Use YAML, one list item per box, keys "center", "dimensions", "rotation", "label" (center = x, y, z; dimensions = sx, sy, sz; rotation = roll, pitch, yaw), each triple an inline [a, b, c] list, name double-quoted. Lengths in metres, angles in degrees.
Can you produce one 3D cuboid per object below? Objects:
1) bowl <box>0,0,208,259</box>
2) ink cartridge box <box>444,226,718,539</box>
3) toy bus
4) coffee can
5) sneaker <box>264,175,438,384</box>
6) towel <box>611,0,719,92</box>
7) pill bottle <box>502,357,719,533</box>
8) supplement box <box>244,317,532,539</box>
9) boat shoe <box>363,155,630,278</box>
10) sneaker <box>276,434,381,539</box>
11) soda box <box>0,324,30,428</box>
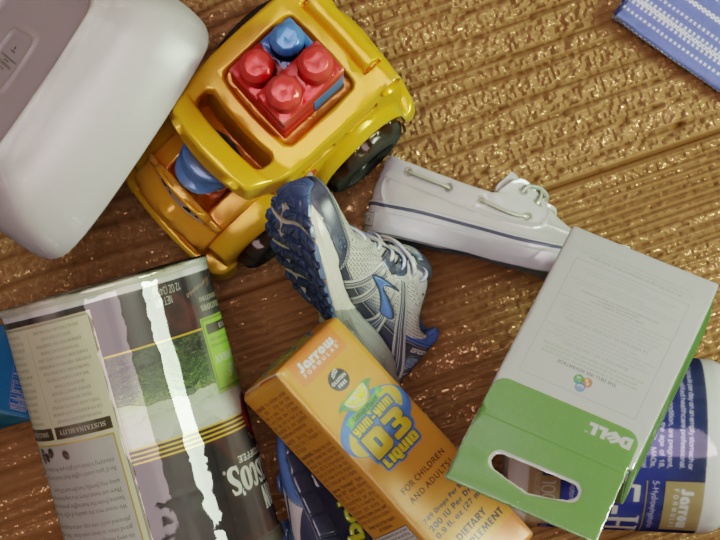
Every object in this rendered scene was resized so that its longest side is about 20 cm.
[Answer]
- center: [-0.213, -0.126, 1.230]
  dimensions: [0.075, 0.200, 0.200]
  rotation: [36, 89, -37]
  label: "bowl"
- center: [0.141, 0.080, 1.152]
  dimensions: [0.104, 0.059, 0.200]
  rotation: [23, 63, 14]
  label: "ink cartridge box"
- center: [-0.067, -0.100, 1.222]
  dimensions: [0.200, 0.192, 0.136]
  rotation: [-42, 87, -2]
  label: "toy bus"
- center: [-0.148, 0.104, 1.223]
  dimensions: [0.146, 0.146, 0.200]
  rotation: [-15, 93, 1]
  label: "coffee can"
- center: [0.000, 0.000, 1.236]
  dimensions: [0.085, 0.200, 0.077]
  rotation: [-37, 46, -14]
  label: "sneaker"
- center: [0.291, -0.224, 1.302]
  dimensions: [0.145, 0.024, 0.200]
  rotation: [34, 90, 2]
  label: "towel"
- center: [0.198, 0.118, 1.232]
  dimensions: [0.199, 0.120, 0.120]
  rotation: [2, 86, 3]
  label: "pill bottle"
- center: [0.018, 0.129, 1.203]
  dimensions: [0.200, 0.069, 0.067]
  rotation: [46, 62, -1]
  label: "supplement box"
- center: [0.103, -0.036, 1.269]
  dimensions: [0.199, 0.074, 0.067]
  rotation: [13, 87, 3]
  label: "boat shoe"
- center: [-0.023, 0.170, 1.256]
  dimensions: [0.074, 0.082, 0.201]
  rotation: [-5, 74, -24]
  label: "sneaker"
- center: [-0.321, 0.058, 1.227]
  dimensions: [0.200, 0.068, 0.064]
  rotation: [17, 68, -34]
  label: "soda box"
